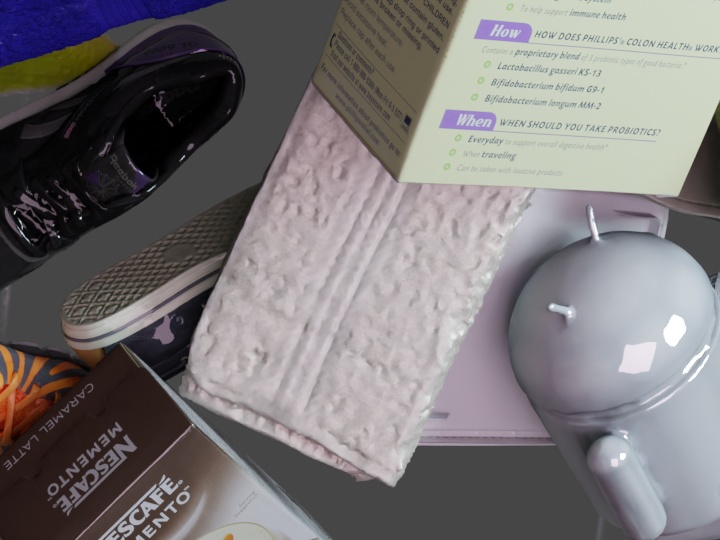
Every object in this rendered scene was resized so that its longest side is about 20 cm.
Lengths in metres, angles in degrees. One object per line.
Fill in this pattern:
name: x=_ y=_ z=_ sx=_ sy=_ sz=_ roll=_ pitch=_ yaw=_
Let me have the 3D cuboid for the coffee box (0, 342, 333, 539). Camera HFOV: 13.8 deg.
coffee box: x=-0.097 y=0.141 z=1.560 sx=0.114 sy=0.080 sz=0.200 roll=-44 pitch=139 yaw=0

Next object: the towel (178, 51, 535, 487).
towel: x=0.000 y=0.000 z=1.520 sx=0.132 sy=0.034 sz=0.201 roll=26 pitch=97 yaw=-2

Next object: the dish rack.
dish rack: x=0.084 y=0.019 z=1.601 sx=0.199 sy=0.043 sz=0.173 roll=3 pitch=104 yaw=-38

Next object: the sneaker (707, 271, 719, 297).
sneaker: x=0.266 y=0.053 z=1.684 sx=0.080 sy=0.077 sz=0.200 roll=-16 pitch=135 yaw=36

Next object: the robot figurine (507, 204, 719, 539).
robot figurine: x=0.149 y=0.059 z=1.564 sx=0.112 sy=0.170 sz=0.200 roll=-14 pitch=131 yaw=24

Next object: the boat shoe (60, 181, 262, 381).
boat shoe: x=-0.062 y=0.004 z=1.580 sx=0.199 sy=0.075 sz=0.062 roll=-28 pitch=120 yaw=-9

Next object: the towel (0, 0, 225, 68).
towel: x=-0.152 y=-0.172 z=1.476 sx=0.199 sy=0.050 sz=0.148 roll=-15 pitch=125 yaw=11

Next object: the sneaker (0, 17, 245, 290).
sneaker: x=-0.146 y=-0.054 z=1.533 sx=0.200 sy=0.088 sz=0.076 roll=-41 pitch=111 yaw=-1

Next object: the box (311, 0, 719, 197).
box: x=0.098 y=-0.147 z=1.429 sx=0.175 sy=0.097 sz=0.201 roll=1 pitch=123 yaw=-34

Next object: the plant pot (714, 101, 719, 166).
plant pot: x=0.245 y=-0.140 z=1.529 sx=0.200 sy=0.200 sz=0.185 roll=-22 pitch=88 yaw=-8

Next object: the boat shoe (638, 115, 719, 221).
boat shoe: x=0.183 y=-0.058 z=1.628 sx=0.199 sy=0.063 sz=0.073 roll=20 pitch=77 yaw=-21

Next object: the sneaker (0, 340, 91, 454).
sneaker: x=-0.196 y=0.074 z=1.541 sx=0.199 sy=0.112 sz=0.078 roll=23 pitch=98 yaw=-19
